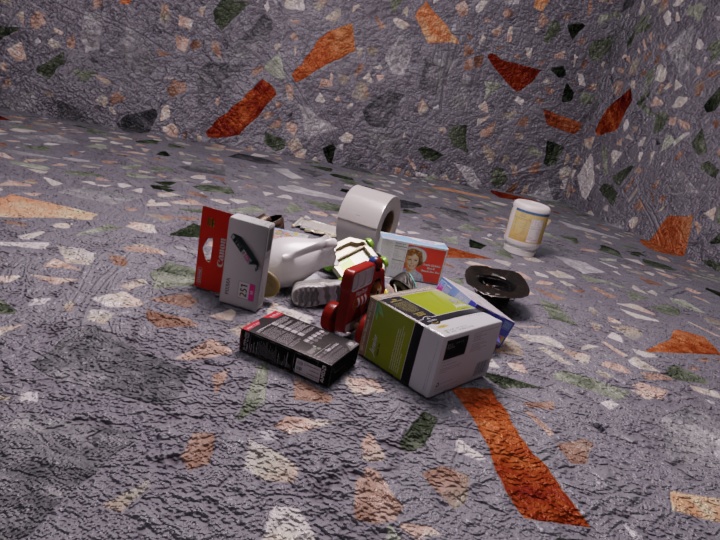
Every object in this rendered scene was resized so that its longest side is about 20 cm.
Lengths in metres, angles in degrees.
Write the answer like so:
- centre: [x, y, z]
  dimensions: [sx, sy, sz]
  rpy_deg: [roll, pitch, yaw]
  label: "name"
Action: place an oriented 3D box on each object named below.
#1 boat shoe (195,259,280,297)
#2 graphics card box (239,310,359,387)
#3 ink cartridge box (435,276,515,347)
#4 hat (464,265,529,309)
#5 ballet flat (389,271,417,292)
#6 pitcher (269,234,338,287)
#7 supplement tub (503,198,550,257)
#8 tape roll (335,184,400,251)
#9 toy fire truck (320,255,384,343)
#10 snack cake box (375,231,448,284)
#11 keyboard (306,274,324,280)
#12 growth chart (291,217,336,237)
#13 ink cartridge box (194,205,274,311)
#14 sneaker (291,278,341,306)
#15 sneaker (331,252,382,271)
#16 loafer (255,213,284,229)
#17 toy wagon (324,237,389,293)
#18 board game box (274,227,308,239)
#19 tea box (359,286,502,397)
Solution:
- centre: [-0.280, 0.022, 1.374]
  dimensions: [0.200, 0.073, 0.063]
  rpy_deg: [9, -13, 7]
  label: "boat shoe"
- centre: [-0.116, 0.145, 1.133]
  dimensions: [0.200, 0.051, 0.125]
  rpy_deg: [18, 19, 20]
  label: "graphics card box"
- centre: [0.271, 0.104, 1.409]
  dimensions: [0.136, 0.076, 0.200]
  rpy_deg: [25, 9, -29]
  label: "ink cartridge box"
- centre: [0.379, 0.060, 1.663]
  dimensions: [0.200, 0.081, 0.201]
  rpy_deg: [6, 25, -3]
  label: "hat"
- centre: [0.129, 0.077, 1.468]
  dimensions: [0.068, 0.068, 0.200]
  rpy_deg: [-15, 37, -18]
  label: "ballet flat"
- centre: [-0.153, -0.033, 1.428]
  dimensions: [0.200, 0.121, 0.172]
  rpy_deg: [-15, -10, -8]
  label: "pitcher"
- centre: [0.647, -0.167, 2.310]
  dimensions: [0.144, 0.200, 0.145]
  rpy_deg: [11, 19, -4]
  label: "supplement tub"
- centre: [0.026, -0.159, 1.886]
  dimensions: [0.139, 0.203, 0.203]
  rpy_deg: [19, 19, 19]
  label: "tape roll"
- centre: [0.006, 0.057, 1.285]
  dimensions: [0.112, 0.168, 0.200]
  rpy_deg: [20, 20, 23]
  label: "toy fire truck"
- centre: [0.145, -0.037, 1.737]
  dimensions: [0.200, 0.115, 0.067]
  rpy_deg: [10, 18, -7]
  label: "snack cake box"
- centre: [-0.117, 0.029, 1.548]
  dimensions: [0.200, 0.011, 0.056]
  rpy_deg: [27, 28, 38]
  label: "keyboard"
- centre: [-0.137, -0.143, 2.027]
  dimensions: [0.200, 0.018, 0.145]
  rpy_deg: [16, 19, 10]
  label: "growth chart"
- centre: [-0.287, -0.027, 1.294]
  dimensions: [0.173, 0.200, 0.044]
  rpy_deg: [15, 19, 9]
  label: "ink cartridge box"
- centre: [-0.070, 0.044, 1.420]
  dimensions: [0.200, 0.075, 0.082]
  rpy_deg: [5, 21, -18]
  label: "sneaker"
- centre: [-0.039, -0.024, 1.671]
  dimensions: [0.200, 0.074, 0.089]
  rpy_deg: [9, -8, 0]
  label: "sneaker"
- centre: [-0.315, -0.145, 1.831]
  dimensions: [0.073, 0.071, 0.200]
  rpy_deg: [23, 21, 31]
  label: "loafer"
- centre: [0.000, 0.000, 1.571]
  dimensions: [0.155, 0.040, 0.200]
  rpy_deg: [-27, 68, -28]
  label: "toy wagon"
- centre: [-0.223, -0.070, 1.612]
  dimensions: [0.134, 0.034, 0.200]
  rpy_deg: [13, 18, -1]
  label: "board game box"
- centre: [0.139, 0.134, 1.198]
  dimensions: [0.200, 0.134, 0.197]
  rpy_deg: [-6, 27, -45]
  label: "tea box"
